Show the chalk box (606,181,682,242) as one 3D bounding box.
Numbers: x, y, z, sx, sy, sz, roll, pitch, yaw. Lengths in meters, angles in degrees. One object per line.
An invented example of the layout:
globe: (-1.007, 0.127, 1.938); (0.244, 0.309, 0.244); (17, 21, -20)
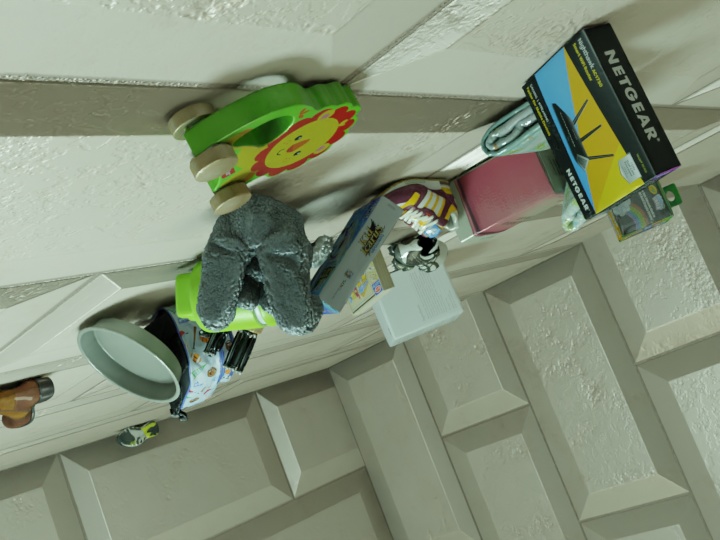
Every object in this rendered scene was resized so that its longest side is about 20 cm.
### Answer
chalk box: (0.819, -0.183, 2.622); (0.198, 0.126, 0.124); (-22, 170, 7)

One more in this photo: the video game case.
video game case: (-0.020, -0.019, 1.415); (0.182, 0.045, 0.200); (-59, -172, -9)

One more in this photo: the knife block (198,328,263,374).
knife block: (-0.182, 0.070, 1.540); (0.198, 0.177, 0.064); (-23, 172, 2)

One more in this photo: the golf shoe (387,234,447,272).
golf shoe: (0.150, -0.043, 1.996); (0.094, 0.078, 0.199); (-29, 170, 36)

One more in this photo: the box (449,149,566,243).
box: (0.259, -0.140, 1.596); (0.199, 0.110, 0.127); (-29, 170, 32)

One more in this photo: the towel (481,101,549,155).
towel: (0.294, -0.226, 1.334); (0.199, 0.049, 0.170); (-29, 168, 37)

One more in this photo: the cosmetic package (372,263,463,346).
cosmetic package: (0.141, 0.081, 2.395); (0.198, 0.168, 0.167); (-22, 171, -7)

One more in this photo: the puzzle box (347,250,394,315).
puzzle box: (0.000, 0.000, 1.707); (0.025, 0.134, 0.200); (-18, 169, -21)

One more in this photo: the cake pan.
cake pan: (-0.390, 0.152, 1.562); (0.200, 0.200, 0.037); (-34, -158, 51)

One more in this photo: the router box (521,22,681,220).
router box: (0.299, -0.185, 1.151); (0.051, 0.202, 0.149); (-20, 170, -26)

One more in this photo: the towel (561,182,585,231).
towel: (0.378, -0.181, 1.449); (0.048, 0.172, 0.200); (21, 149, -3)

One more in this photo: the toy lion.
toy lion: (-0.088, -0.142, 0.948); (0.190, 0.069, 0.200); (-29, 171, -5)

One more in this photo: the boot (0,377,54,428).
boot: (-0.729, 0.281, 1.792); (0.188, 0.069, 0.199); (-29, 168, 38)

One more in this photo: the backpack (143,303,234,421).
backpack: (-0.310, 0.145, 1.671); (0.153, 0.201, 0.191); (-24, 165, -24)

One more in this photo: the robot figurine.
robot figurine: (-0.189, 0.034, 1.426); (0.198, 0.117, 0.175); (-6, 168, 13)

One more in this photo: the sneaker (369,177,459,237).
sneaker: (0.099, -0.099, 1.508); (0.199, 0.091, 0.075); (-11, 166, -48)

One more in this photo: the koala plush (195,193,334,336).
koala plush: (-0.121, -0.020, 1.280); (0.175, 0.186, 0.200); (3, -171, 11)

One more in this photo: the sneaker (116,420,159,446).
sneaker: (-0.855, 0.631, 3.458); (0.084, 0.075, 0.199); (-27, 170, 31)
